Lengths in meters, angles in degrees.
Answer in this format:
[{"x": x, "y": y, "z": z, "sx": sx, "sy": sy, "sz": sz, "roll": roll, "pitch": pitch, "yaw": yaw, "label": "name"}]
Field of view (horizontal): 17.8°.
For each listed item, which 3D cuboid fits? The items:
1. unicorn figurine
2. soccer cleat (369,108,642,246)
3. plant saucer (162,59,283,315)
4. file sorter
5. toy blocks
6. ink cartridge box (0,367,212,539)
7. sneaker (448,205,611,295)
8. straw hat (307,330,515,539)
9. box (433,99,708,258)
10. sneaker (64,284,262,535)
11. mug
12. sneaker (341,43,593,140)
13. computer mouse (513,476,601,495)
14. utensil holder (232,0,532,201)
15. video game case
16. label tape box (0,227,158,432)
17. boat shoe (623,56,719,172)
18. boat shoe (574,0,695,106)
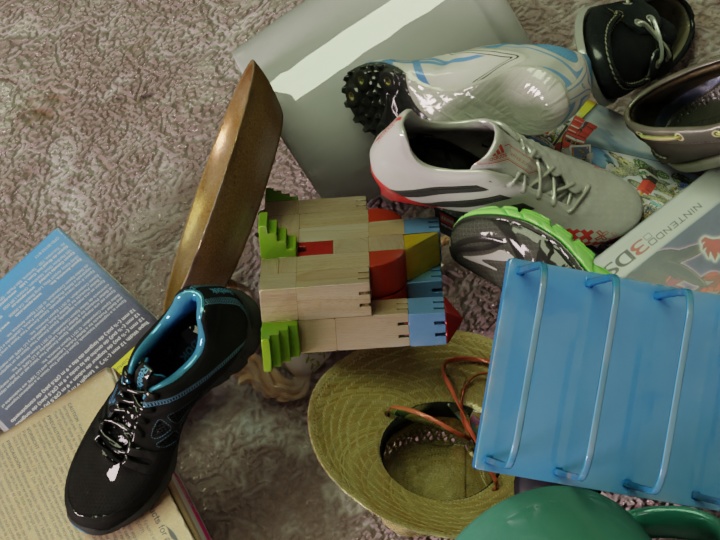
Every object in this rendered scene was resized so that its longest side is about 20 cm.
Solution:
[{"x": -0.027, "y": 0.011, "z": 1.735, "sx": 0.200, "sy": 0.137, "sz": 0.074, "roll": -57, "pitch": 9, "yaw": 4, "label": "unicorn figurine"}, {"x": 0.106, "y": -0.066, "z": 1.603, "sx": 0.200, "sy": 0.085, "sz": 0.069, "roll": 13, "pitch": 61, "yaw": -6, "label": "soccer cleat"}, {"x": -0.096, "y": -0.055, "z": 1.682, "sx": 0.035, "sy": 0.200, "sz": 0.200, "roll": 19, "pitch": 54, "yaw": -9, "label": "plant saucer"}, {"x": 0.186, "y": 0.074, "z": 1.439, "sx": 0.200, "sy": 0.123, "sz": 0.139, "roll": 10, "pitch": 86, "yaw": -4, "label": "file sorter"}, {"x": 0.000, "y": 0.000, "z": 1.619, "sx": 0.136, "sy": 0.100, "sz": 0.200, "roll": -4, "pitch": 25, "yaw": 1, "label": "toy blocks"}, {"x": -0.197, "y": 0.198, "z": 1.641, "sx": 0.165, "sy": 0.075, "sz": 0.200, "roll": -30, "pitch": 62, "yaw": 1, "label": "ink cartridge box"}, {"x": 0.128, "y": 0.026, "z": 1.549, "sx": 0.084, "sy": 0.077, "sz": 0.200, "roll": -41, "pitch": 59, "yaw": -18, "label": "sneaker"}, {"x": 0.054, "y": 0.138, "z": 1.581, "sx": 0.201, "sy": 0.085, "sz": 0.201, "roll": 8, "pitch": 42, "yaw": -7, "label": "straw hat"}, {"x": 0.173, "y": -0.047, "z": 1.673, "sx": 0.200, "sy": 0.038, "sz": 0.137, "roll": 28, "pitch": 68, "yaw": 21, "label": "box"}, {"x": -0.150, "y": 0.091, "z": 1.577, "sx": 0.073, "sy": 0.082, "sz": 0.200, "roll": 34, "pitch": 93, "yaw": 23, "label": "sneaker"}, {"x": 0.133, "y": 0.211, "z": 1.453, "sx": 0.185, "sy": 0.152, "sz": 0.114, "roll": 1, "pitch": 34, "yaw": -31, "label": "mug"}, {"x": 0.077, "y": -0.128, "z": 1.662, "sx": 0.200, "sy": 0.072, "sz": 0.072, "roll": 1, "pitch": 21, "yaw": 34, "label": "sneaker"}, {"x": 0.153, "y": 0.099, "z": 1.561, "sx": 0.059, "sy": 0.034, "sz": 0.200, "roll": 21, "pitch": 41, "yaw": 8, "label": "computer mouse"}, {"x": 0.024, "y": -0.158, "z": 1.795, "sx": 0.200, "sy": 0.170, "sz": 0.170, "roll": -33, "pitch": 45, "yaw": 2, "label": "utensil holder"}, {"x": 0.253, "y": 0.035, "z": 1.574, "sx": 0.182, "sy": 0.023, "sz": 0.200, "roll": -37, "pitch": 60, "yaw": -11, "label": "video game case"}, {"x": -0.220, "y": 0.080, "z": 1.789, "sx": 0.143, "sy": 0.066, "sz": 0.200, "roll": -43, "pitch": 60, "yaw": -11, "label": "label tape box"}, {"x": 0.270, "y": -0.120, "z": 1.577, "sx": 0.202, "sy": 0.060, "sz": 0.072, "roll": -19, "pitch": 53, "yaw": 46, "label": "boat shoe"}, {"x": 0.208, "y": -0.175, "z": 1.723, "sx": 0.060, "sy": 0.076, "sz": 0.200, "roll": -14, "pitch": 15, "yaw": 21, "label": "boat shoe"}]
